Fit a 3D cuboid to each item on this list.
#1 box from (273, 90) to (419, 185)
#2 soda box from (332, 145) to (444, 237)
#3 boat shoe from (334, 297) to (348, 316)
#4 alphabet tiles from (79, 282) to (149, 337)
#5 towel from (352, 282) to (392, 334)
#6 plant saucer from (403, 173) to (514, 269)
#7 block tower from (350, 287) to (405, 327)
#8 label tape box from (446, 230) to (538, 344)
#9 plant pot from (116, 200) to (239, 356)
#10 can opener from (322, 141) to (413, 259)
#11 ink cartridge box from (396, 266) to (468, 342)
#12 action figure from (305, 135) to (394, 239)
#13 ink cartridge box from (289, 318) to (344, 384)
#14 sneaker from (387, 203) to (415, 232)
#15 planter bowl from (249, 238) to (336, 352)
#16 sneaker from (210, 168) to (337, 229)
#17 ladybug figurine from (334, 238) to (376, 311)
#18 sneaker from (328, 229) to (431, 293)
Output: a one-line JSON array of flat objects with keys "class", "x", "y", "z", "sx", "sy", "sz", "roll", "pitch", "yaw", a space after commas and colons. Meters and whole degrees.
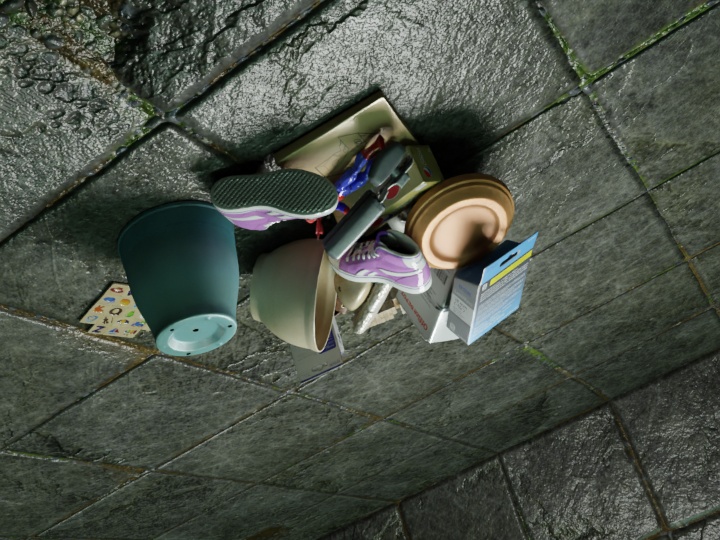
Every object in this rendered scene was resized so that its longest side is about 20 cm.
[{"class": "box", "x": -0.019, "y": -0.190, "z": 1.349, "sx": 0.197, "sy": 0.022, "sz": 0.163, "roll": -27, "pitch": 152, "yaw": 15}, {"class": "soda box", "x": 0.041, "y": -0.128, "z": 1.414, "sx": 0.199, "sy": 0.069, "sz": 0.063, "roll": -34, "pitch": 166, "yaw": 38}, {"class": "boat shoe", "x": -0.042, "y": 0.060, "z": 1.731, "sx": 0.199, "sy": 0.072, "sz": 0.070, "roll": -38, "pitch": 146, "yaw": 29}, {"class": "alphabet tiles", "x": -0.416, "y": 0.069, "z": 1.572, "sx": 0.164, "sy": 0.006, "sz": 0.199, "roll": 11, "pitch": 139, "yaw": -44}, {"class": "towel", "x": 0.045, "y": 0.028, "z": 1.594, "sx": 0.134, "sy": 0.034, "sz": 0.201, "roll": -62, "pitch": 177, "yaw": 29}, {"class": "plant saucer", "x": 0.169, "y": -0.072, "z": 1.424, "sx": 0.195, "sy": 0.038, "sz": 0.203, "roll": -12, "pitch": 137, "yaw": -11}, {"class": "block tower", "x": 0.070, "y": 0.066, "z": 1.831, "sx": 0.196, "sy": 0.059, "sz": 0.054, "roll": -23, "pitch": 153, "yaw": 2}, {"class": "label tape box", "x": 0.232, "y": 0.017, "z": 1.514, "sx": 0.143, "sy": 0.063, "sz": 0.203, "roll": -32, "pitch": 145, "yaw": -29}, {"class": "plant pot", "x": -0.281, "y": 0.024, "z": 1.381, "sx": 0.195, "sy": 0.191, "sz": 0.201, "roll": -15, "pitch": 152, "yaw": -8}, {"class": "can opener", "x": 0.005, "y": -0.111, "z": 1.312, "sx": 0.067, "sy": 0.053, "sz": 0.200, "roll": 40, "pitch": 99, "yaw": -22}, {"class": "ink cartridge box", "x": 0.157, "y": 0.014, "z": 1.629, "sx": 0.081, "sy": 0.147, "sz": 0.203, "roll": -3, "pitch": 129, "yaw": -30}, {"class": "action figure", "x": -0.016, "y": -0.116, "z": 1.359, "sx": 0.198, "sy": 0.101, "sz": 0.065, "roll": -34, "pitch": 149, "yaw": 31}, {"class": "ink cartridge box", "x": -0.094, "y": 0.119, "z": 1.658, "sx": 0.098, "sy": 0.204, "sz": 0.039, "roll": -22, "pitch": 150, "yaw": 10}, {"class": "sneaker", "x": 0.090, "y": -0.110, "z": 1.487, "sx": 0.074, "sy": 0.094, "sz": 0.201, "roll": -12, "pitch": 152, "yaw": -15}, {"class": "planter bowl", "x": -0.123, "y": 0.037, "z": 1.532, "sx": 0.131, "sy": 0.205, "sz": 0.201, "roll": 6, "pitch": 154, "yaw": 8}, {"class": "sneaker", "x": -0.127, "y": -0.105, "z": 1.337, "sx": 0.195, "sy": 0.075, "sz": 0.115, "roll": 4, "pitch": 162, "yaw": 8}, {"class": "ladybug figurine", "x": 0.000, "y": 0.000, "z": 1.581, "sx": 0.138, "sy": 0.071, "sz": 0.200, "roll": -60, "pitch": 178, "yaw": 17}, {"class": "sneaker", "x": 0.024, "y": -0.035, "z": 1.434, "sx": 0.196, "sy": 0.074, "sz": 0.115, "roll": 10, "pitch": 147, "yaw": 28}]
